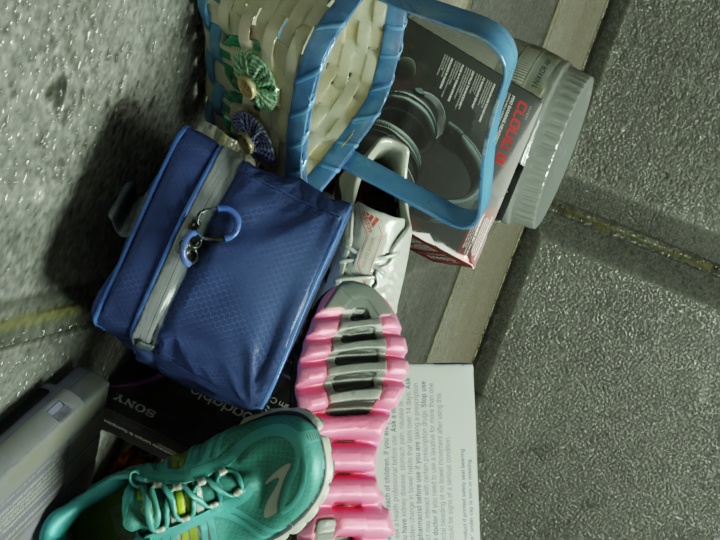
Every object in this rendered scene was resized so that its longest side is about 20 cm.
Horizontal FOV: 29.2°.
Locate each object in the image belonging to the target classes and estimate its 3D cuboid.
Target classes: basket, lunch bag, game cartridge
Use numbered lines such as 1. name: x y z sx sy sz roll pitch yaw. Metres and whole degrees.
1. basket: -0.001 -0.118 0.869 0.177 0.198 0.140 94 22 -53
2. lunch bag: -0.091 0.000 0.841 0.200 0.131 0.137 117 -3 -80
3. game cartridge: -0.216 0.152 0.807 0.200 0.038 0.131 -48 153 -58

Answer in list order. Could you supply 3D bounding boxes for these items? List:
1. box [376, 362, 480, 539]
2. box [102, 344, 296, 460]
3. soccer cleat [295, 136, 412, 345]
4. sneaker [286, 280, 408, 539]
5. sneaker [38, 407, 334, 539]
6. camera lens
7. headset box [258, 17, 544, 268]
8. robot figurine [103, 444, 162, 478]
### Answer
1. box: -0.011 0.172 1.121 0.105 0.197 0.187 151 -60 -69
2. box: -0.078 0.059 0.985 0.036 0.141 0.201 100 16 -54
3. soccer cleat: 0.000 0.000 0.957 0.085 0.068 0.202 125 -21 -58
4. sneaker: -0.022 0.108 0.883 0.095 0.078 0.203 167 -70 -66
5. sneaker: -0.104 0.140 0.825 0.079 0.198 0.078 8 61 -65
6. camera lens: 0.093 -0.141 1.249 0.160 0.198 0.162 23 90 -78
7. headset box: 0.041 -0.103 1.092 0.150 0.198 0.077 -65 -157 -6
8. robot figurine: -0.157 0.172 1.036 0.146 0.058 0.201 101 16 -51
